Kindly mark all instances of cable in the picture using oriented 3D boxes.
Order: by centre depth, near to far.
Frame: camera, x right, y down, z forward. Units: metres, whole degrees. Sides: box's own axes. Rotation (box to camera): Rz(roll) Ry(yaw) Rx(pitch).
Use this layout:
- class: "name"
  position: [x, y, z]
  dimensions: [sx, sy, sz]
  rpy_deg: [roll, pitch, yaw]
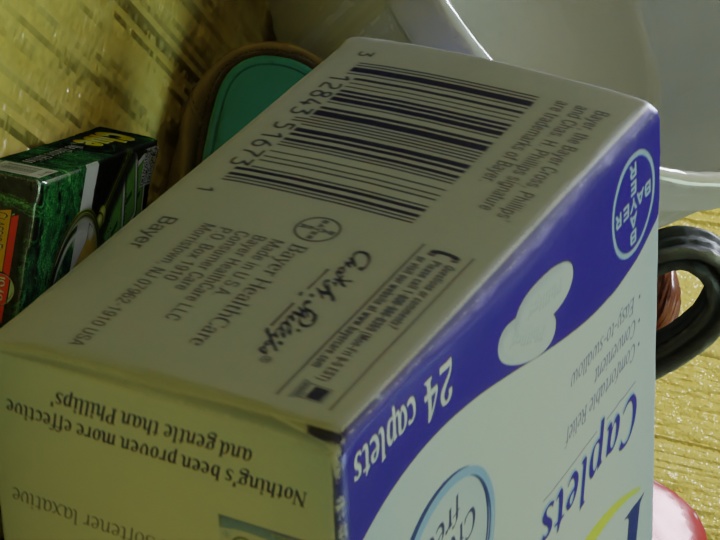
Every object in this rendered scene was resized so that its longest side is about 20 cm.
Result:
- class: "cable"
  position: [0.051, 0.059, 0.931]
  dimensions: [0.097, 0.199, 0.050]
  rpy_deg: [56, 26, -22]

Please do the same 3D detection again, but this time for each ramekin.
- class: "ramekin"
  position: [0.062, -0.099, 0.881]
  dimensions: [0.105, 0.200, 0.201]
  rpy_deg: [-35, -151, 50]

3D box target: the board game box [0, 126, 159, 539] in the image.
- class: "board game box"
  position: [-0.093, 0.066, 0.700]
  dimensions: [0.105, 0.023, 0.201]
  rpy_deg: [-32, 133, -74]

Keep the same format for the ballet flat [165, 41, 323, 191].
- class: "ballet flat"
  position: [-0.043, 0.030, 0.822]
  dimensions: [0.063, 0.068, 0.201]
  rpy_deg: [130, -24, -78]

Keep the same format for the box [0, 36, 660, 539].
- class: "box"
  position: [0.000, 0.070, 0.714]
  dimensions: [0.184, 0.104, 0.201]
  rpy_deg: [-44, 140, -47]

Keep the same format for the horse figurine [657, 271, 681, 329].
- class: "horse figurine"
  position: [0.093, -0.001, 1.292]
  dimensions: [0.050, 0.200, 0.133]
  rpy_deg: [31, 91, -46]

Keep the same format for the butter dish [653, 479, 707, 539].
- class: "butter dish"
  position: [0.061, 0.132, 1.094]
  dimensions: [0.148, 0.198, 0.201]
  rpy_deg: [-71, 178, -45]
